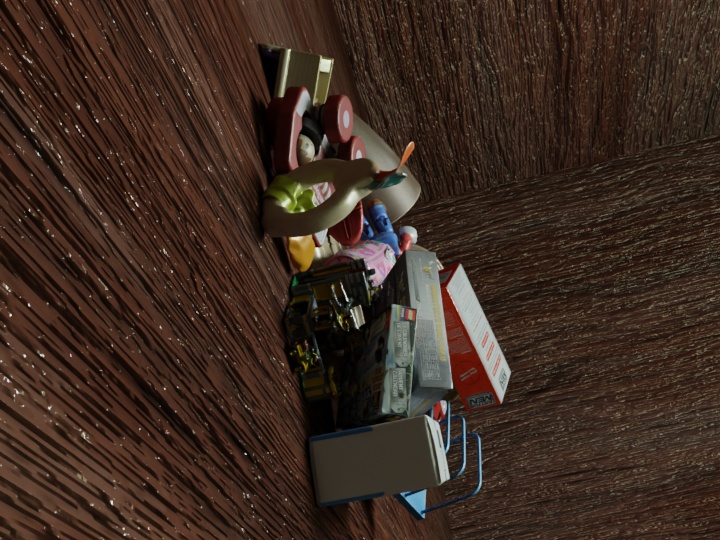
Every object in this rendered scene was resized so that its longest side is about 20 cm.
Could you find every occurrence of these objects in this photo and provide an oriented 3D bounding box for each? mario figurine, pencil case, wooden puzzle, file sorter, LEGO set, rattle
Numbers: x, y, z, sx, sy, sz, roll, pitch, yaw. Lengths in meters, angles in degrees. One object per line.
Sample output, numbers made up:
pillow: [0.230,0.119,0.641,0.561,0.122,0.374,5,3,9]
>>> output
mario figurine: [0.044,-0.017,1.309,0.106,0.123,0.200,11,48,-55]
pencil case: [0.000,0.000,1.156,0.200,0.087,0.088,-31,109,-72]
wooden puzzle: [-0.043,0.035,1.223,0.200,0.037,0.185,-26,102,-78]
file sorter: [0.087,0.259,1.165,0.200,0.123,0.139,50,26,-24]
LEGO set: [-0.021,0.070,0.959,0.200,0.116,0.154,-75,151,-76]
rattle: [-0.011,-0.067,0.915,0.130,0.200,0.143,-85,157,-65]

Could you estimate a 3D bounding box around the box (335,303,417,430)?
box: [0.018,0.136,0.993,0.200,0.040,0.137,138,-39,-66]

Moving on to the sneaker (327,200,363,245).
sneaker: [-0.038,-0.117,1.293,0.116,0.078,0.200,64,7,-67]

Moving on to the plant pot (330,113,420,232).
plant pot: [-0.013,-0.196,1.413,0.200,0.187,0.187,58,15,-28]

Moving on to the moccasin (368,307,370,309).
moccasin: [0.034,0.049,1.364,0.200,0.081,0.068,40,5,19]

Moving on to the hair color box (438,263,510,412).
hair color box: [0.157,0.102,1.136,0.200,0.061,0.102,63,27,-11]

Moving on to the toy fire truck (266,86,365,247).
toy fire truck: [-0.073,-0.149,1.057,0.200,0.112,0.168,67,31,-54]

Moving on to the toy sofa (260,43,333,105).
toy sofa: [-0.106,-0.319,1.227,0.200,0.097,0.083,-78,179,-75]

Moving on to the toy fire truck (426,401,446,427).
toy fire truck: [0.125,0.194,1.346,0.200,0.112,0.168,-51,126,-70]

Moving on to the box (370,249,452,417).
box: [0.064,0.095,1.025,0.158,0.048,0.200,122,-31,-55]

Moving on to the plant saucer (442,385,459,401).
plant saucer: [0.126,0.107,1.193,0.200,0.035,0.200,40,36,-37]

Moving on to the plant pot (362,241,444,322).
plant pot: [0.086,0.045,1.488,0.175,0.200,0.201,-124,-160,-84]

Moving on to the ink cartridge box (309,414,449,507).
ink cartridge box: [0.030,0.240,0.941,0.200,0.146,0.086,54,25,-75]
